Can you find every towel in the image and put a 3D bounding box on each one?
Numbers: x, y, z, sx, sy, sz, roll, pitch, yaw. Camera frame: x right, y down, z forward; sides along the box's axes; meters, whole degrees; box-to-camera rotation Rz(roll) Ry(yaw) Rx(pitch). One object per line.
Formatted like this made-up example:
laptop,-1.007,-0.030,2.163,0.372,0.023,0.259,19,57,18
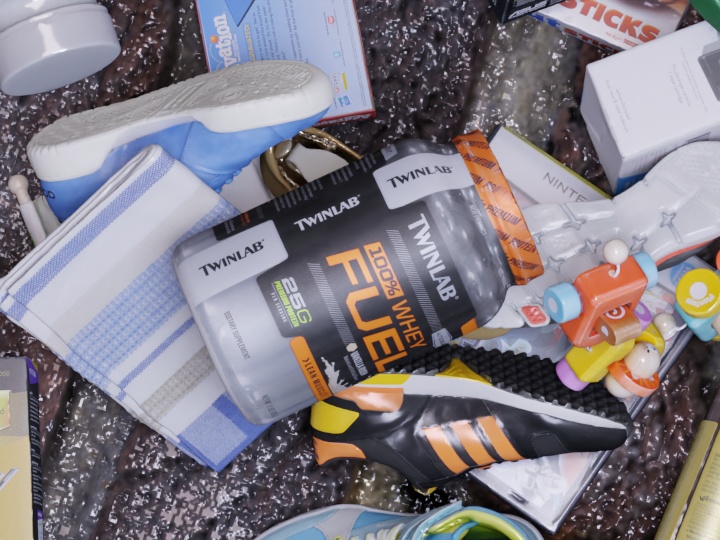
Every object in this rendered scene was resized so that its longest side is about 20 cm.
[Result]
towel,-0.111,0.025,1.703,0.147,0.024,0.200,-43,119,12

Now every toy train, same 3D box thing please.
toy train,0.194,0.025,1.655,0.200,0.150,0.056,-18,63,-28

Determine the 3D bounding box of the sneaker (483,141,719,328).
sneaker,0.155,-0.010,1.708,0.200,0.082,0.077,-22,75,0

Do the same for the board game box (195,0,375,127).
board game box,-0.058,-0.187,1.795,0.103,0.019,0.200,-10,77,-2

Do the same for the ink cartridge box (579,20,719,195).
ink cartridge box,0.243,-0.122,1.733,0.200,0.116,0.067,-21,80,-2

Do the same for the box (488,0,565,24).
box,0.167,-0.254,1.712,0.200,0.164,0.086,-21,73,-11

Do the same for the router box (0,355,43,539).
router box,-0.302,0.139,1.744,0.200,0.052,0.157,-4,81,1

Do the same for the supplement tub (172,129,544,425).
supplement tub,0.000,0.000,1.631,0.200,0.123,0.123,-25,81,1

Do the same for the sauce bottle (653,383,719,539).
sauce bottle,0.240,0.114,1.722,0.065,0.065,0.200,23,84,5

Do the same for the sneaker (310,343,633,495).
sneaker,0.066,0.099,1.715,0.200,0.070,0.090,10,111,-3

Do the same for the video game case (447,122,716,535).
video game case,0.106,0.036,1.759,0.181,0.026,0.200,35,84,7

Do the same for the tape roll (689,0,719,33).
tape roll,0.277,-0.221,1.628,0.200,0.048,0.201,-2,99,-16

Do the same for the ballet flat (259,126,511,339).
ballet flat,0.015,-0.025,1.728,0.200,0.063,0.069,34,79,12

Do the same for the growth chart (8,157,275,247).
growth chart,-0.115,-0.022,1.780,0.200,0.018,0.145,-17,81,-1

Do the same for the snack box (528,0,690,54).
snack box,0.118,-0.202,1.795,0.200,0.024,0.072,25,81,5

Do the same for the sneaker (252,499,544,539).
sneaker,0.017,0.178,1.687,0.200,0.131,0.080,-6,82,2

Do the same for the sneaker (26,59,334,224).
sneaker,-0.099,-0.057,1.716,0.200,0.077,0.111,-15,114,13

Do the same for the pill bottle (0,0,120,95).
pill bottle,-0.225,-0.220,1.767,0.111,0.111,0.200,-20,81,-1
